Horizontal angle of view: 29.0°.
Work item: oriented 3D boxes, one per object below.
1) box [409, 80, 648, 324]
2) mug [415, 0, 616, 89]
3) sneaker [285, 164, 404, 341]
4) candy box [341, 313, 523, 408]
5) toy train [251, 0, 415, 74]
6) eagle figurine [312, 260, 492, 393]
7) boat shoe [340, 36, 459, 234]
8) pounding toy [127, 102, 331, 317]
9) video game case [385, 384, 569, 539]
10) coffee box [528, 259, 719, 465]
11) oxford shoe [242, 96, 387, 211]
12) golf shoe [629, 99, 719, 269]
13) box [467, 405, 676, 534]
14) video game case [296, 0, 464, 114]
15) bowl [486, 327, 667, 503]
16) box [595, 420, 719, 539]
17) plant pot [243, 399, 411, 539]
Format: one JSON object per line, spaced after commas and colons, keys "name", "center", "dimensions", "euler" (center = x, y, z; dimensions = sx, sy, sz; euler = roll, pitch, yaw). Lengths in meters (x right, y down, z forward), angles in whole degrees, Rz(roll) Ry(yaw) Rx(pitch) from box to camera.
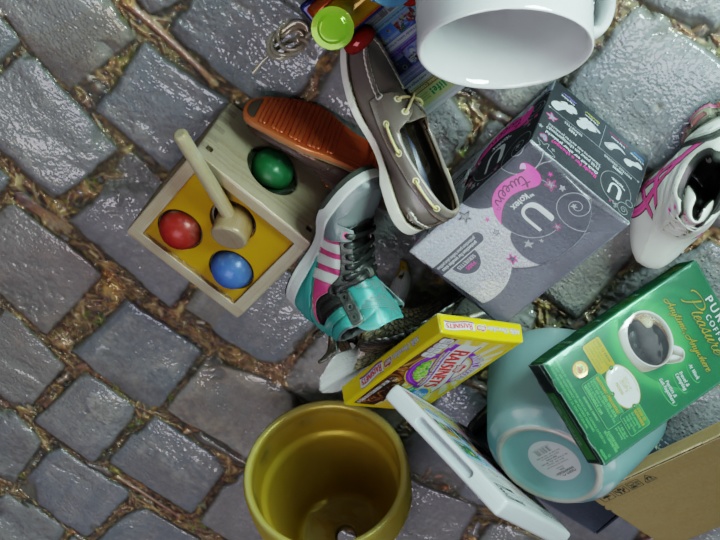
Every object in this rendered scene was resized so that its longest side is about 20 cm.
{"name": "box", "center": [0.163, -0.063, 1.373], "dimensions": [0.132, 0.115, 0.200], "euler": [38, 131, -11]}
{"name": "mug", "center": [0.140, -0.260, 1.187], "dimensions": [0.199, 0.176, 0.147], "euler": [11, 159, -32]}
{"name": "sneaker", "center": [0.000, 0.000, 1.406], "dimensions": [0.121, 0.083, 0.200], "euler": [47, 136, 23]}
{"name": "candy box", "center": [0.072, 0.099, 1.451], "dimensions": [0.102, 0.027, 0.200], "euler": [5, 152, -30]}
{"name": "toy train", "center": [-0.027, -0.223, 1.253], "dimensions": [0.200, 0.116, 0.085], "euler": [-38, 105, 16]}
{"name": "eagle figurine", "center": [0.051, 0.061, 1.519], "dimensions": [0.199, 0.152, 0.152], "euler": [9, 110, 22]}
{"name": "boat shoe", "center": [0.039, -0.136, 1.333], "dimensions": [0.059, 0.072, 0.201], "euler": [-17, 92, 37]}
{"name": "pounding toy", "center": [-0.142, -0.071, 1.475], "dimensions": [0.184, 0.142, 0.200], "euler": [38, 132, -11]}
{"name": "video game case", "center": [0.127, 0.211, 1.484], "dimensions": [0.182, 0.024, 0.200], "euler": [45, -175, 33]}
{"name": "coffee box", "center": [0.282, 0.091, 1.390], "dimensions": [0.123, 0.200, 0.044], "euler": [57, 166, -3]}
{"name": "oxford shoe", "center": [-0.035, -0.115, 1.445], "dimensions": [0.199, 0.071, 0.073], "euler": [26, 137, 0]}
{"name": "golf shoe", "center": [0.306, -0.067, 1.327], "dimensions": [0.072, 0.092, 0.200], "euler": [23, 134, 2]}
{"name": "box", "center": [0.238, 0.203, 1.605], "dimensions": [0.200, 0.051, 0.158], "euler": [33, 134, -5]}
{"name": "video game case", "center": [0.060, -0.256, 1.321], "dimensions": [0.182, 0.022, 0.200], "euler": [44, 130, -15]}
{"name": "bowl", "center": [0.213, 0.169, 1.471], "dimensions": [0.200, 0.105, 0.201], "euler": [17, 136, 17]}
{"name": "box", "center": [0.380, 0.239, 1.548], "dimensions": [0.200, 0.021, 0.163], "euler": [-32, 131, 30]}
{"name": "plant pot", "center": [-0.030, 0.291, 1.707], "dimensions": [0.200, 0.201, 0.189], "euler": [9, 147, 15]}
